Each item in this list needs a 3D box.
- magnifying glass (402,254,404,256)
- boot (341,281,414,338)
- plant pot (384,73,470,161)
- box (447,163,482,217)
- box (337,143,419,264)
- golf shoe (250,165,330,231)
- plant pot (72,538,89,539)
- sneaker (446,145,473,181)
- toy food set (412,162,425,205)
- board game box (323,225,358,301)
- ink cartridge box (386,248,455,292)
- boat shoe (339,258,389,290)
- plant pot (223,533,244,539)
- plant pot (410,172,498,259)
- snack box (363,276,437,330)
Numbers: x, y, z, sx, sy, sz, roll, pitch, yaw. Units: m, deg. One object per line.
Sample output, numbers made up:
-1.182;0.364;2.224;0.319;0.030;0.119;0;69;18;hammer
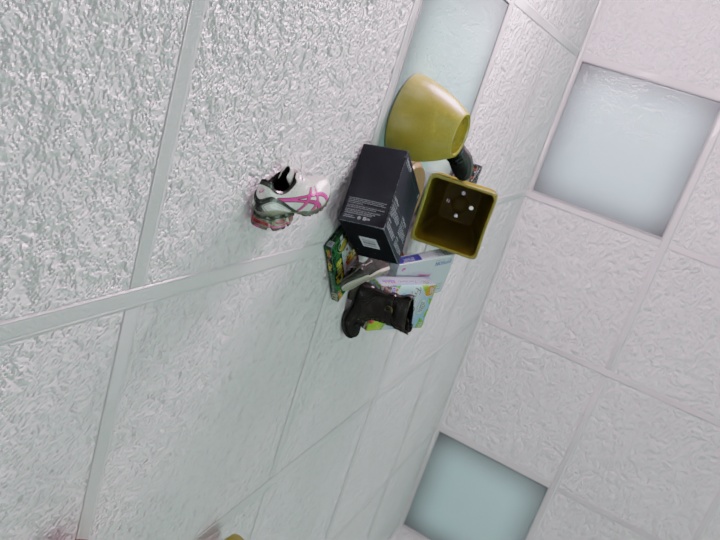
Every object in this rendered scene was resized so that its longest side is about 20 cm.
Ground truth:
0.098;-0.060;1.894;0.080;0.022;0.200;-61;158;-12;magnifying glass
0.047;0.119;1.736;0.069;0.174;0.200;-42;149;-48;boot
0.165;-0.328;1.577;0.200;0.142;0.200;-52;157;-34;plant pot
0.309;-0.244;2.175;0.158;0.050;0.200;-11;123;-66;box
0.045;-0.140;1.500;0.200;0.104;0.182;62;44;-66;box
-0.109;-0.138;1.196;0.200;0.072;0.092;-37;144;-53;golf shoe
-0.409;0.508;1.001;0.183;0.200;0.201;-58;160;-45;plant pot
0.237;-0.320;1.831;0.082;0.073;0.200;-40;120;-34;sneaker
0.101;-0.188;1.712;0.200;0.049;0.198;-65;160;-2;toy food set
-0.040;-0.025;1.579;0.105;0.023;0.200;-52;156;-29;board game box
0.157;0.034;1.966;0.196;0.043;0.200;-12;134;-30;ink cartridge box
0.000;0.000;1.615;0.067;0.057;0.200;-35;173;30;boat shoe
-0.304;0.696;1.503;0.142;0.200;0.200;-13;130;-33;plant pot
0.275;-0.173;1.983;0.200;0.194;0.196;-51;159;-69;plant pot
0.100;0.088;1.885;0.200;0.053;0.142;0;119;-37;snack box
